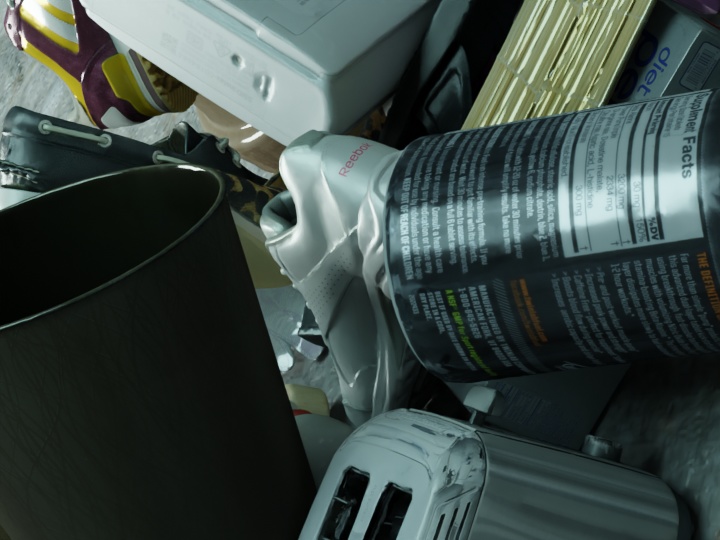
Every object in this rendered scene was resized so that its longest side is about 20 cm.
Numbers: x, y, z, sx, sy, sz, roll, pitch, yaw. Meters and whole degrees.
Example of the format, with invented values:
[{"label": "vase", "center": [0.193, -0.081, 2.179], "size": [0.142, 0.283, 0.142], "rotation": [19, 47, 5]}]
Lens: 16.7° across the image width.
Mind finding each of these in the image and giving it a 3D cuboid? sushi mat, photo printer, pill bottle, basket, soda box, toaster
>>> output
[{"label": "sushi mat", "center": [0.102, -0.120, 1.091], "size": [0.096, 0.012, 0.200], "rotation": [39, 106, 56]}, {"label": "photo printer", "center": [-0.024, -0.160, 1.268], "size": [0.200, 0.166, 0.069], "rotation": [-43, -22, -41]}, {"label": "pill bottle", "center": [0.118, -0.016, 0.988], "size": [0.200, 0.106, 0.106], "rotation": [-8, 59, 25]}, {"label": "basket", "center": [-0.096, 0.075, 1.057], "size": [0.180, 0.200, 0.136], "rotation": [-13, 25, 29]}, {"label": "soda box", "center": [0.109, -0.022, 1.099], "size": [0.200, 0.063, 0.068], "rotation": [-59, 29, 12]}, {"label": "toaster", "center": [0.040, 0.151, 1.021], "size": [0.114, 0.129, 0.200], "rotation": [16, 83, 62]}]

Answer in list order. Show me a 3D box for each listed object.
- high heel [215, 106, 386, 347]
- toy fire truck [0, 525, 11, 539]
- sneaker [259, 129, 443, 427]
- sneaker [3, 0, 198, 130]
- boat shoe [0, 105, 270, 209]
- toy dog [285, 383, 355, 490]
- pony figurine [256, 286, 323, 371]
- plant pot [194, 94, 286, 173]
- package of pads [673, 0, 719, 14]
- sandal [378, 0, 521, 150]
[{"label": "high heel", "center": [-0.037, -0.056, 1.251], "size": [0.071, 0.200, 0.143], "rotation": [2, 71, 22]}, {"label": "toy fire truck", "center": [-0.198, 0.110, 1.260], "size": [0.200, 0.129, 0.176], "rotation": [5, 86, 60]}, {"label": "sneaker", "center": [0.000, 0.000, 1.164], "size": [0.078, 0.099, 0.200], "rotation": [-47, -26, -33]}, {"label": "sneaker", "center": [-0.162, -0.164, 1.304], "size": [0.090, 0.200, 0.075], "rotation": [-11, 24, 28]}, {"label": "boat shoe", "center": [-0.099, -0.051, 1.321], "size": [0.076, 0.200, 0.060], "rotation": [9, 93, 59]}, {"label": "toy dog", "center": [-0.052, 0.109, 1.218], "size": [0.200, 0.132, 0.096], "rotation": [-51, -32, -87]}, {"label": "pony figurine", "center": [-0.139, 0.047, 1.363], "size": [0.167, 0.193, 0.200], "rotation": [-59, 4, -17]}, {"label": "plant pot", "center": [-0.082, -0.176, 1.417], "size": [0.200, 0.175, 0.200], "rotation": [-38, 41, 42]}, {"label": "package of pads", "center": [0.158, -0.228, 1.156], "size": [0.200, 0.076, 0.121], "rotation": [-65, 27, 4]}, {"label": "sandal", "center": [0.051, -0.083, 1.235], "size": [0.048, 0.075, 0.200], "rotation": [29, 107, 21]}]
